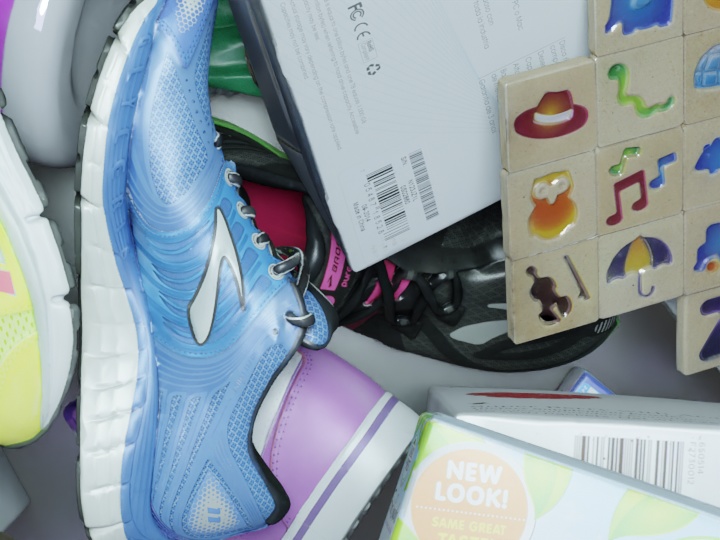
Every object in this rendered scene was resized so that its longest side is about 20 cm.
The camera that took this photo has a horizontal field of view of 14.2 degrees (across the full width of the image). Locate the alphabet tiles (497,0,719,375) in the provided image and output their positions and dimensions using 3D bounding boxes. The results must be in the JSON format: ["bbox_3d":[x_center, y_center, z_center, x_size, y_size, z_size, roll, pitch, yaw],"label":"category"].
[{"bbox_3d":[0.138,-0.044,0.988,0.199,0.008,0.168,-15,122,-19],"label":"alphabet tiles"}]

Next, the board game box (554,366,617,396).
[{"bbox_3d":[0.100,0.176,1.092,0.199,0.041,0.200,37,89,-2],"label":"board game box"}]

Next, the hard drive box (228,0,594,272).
[{"bbox_3d":[0.056,-0.111,0.966,0.199,0.156,0.077,-26,53,-6],"label":"hard drive box"}]

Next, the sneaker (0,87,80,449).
[{"bbox_3d":[-0.156,-0.029,0.940,0.090,0.078,0.201,-24,108,-20],"label":"sneaker"}]

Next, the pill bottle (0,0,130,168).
[{"bbox_3d":[-0.178,-0.110,1.036,0.199,0.104,0.105,16,90,16],"label":"pill bottle"}]

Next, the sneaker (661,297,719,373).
[{"bbox_3d":[0.170,-0.033,1.074,0.146,0.081,0.200,-40,86,4],"label":"sneaker"}]

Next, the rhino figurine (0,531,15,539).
[{"bbox_3d":[-0.187,0.073,0.912,0.199,0.087,0.060,29,89,-3],"label":"rhino figurine"}]

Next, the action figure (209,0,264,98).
[{"bbox_3d":[-0.035,-0.103,1.078,0.198,0.055,0.119,-8,88,6],"label":"action figure"}]

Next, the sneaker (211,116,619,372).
[{"bbox_3d":[0.000,0.000,1.061,0.199,0.084,0.077,12,110,1],"label":"sneaker"}]

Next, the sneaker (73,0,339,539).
[{"bbox_3d":[-0.052,-0.004,0.981,0.088,0.079,0.202,-1,100,-2],"label":"sneaker"}]

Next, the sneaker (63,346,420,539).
[{"bbox_3d":[-0.073,0.103,1.061,0.114,0.073,0.201,32,104,2],"label":"sneaker"}]

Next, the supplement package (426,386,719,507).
[{"bbox_3d":[0.080,0.104,0.971,0.120,0.200,0.121,3,90,-1],"label":"supplement package"}]

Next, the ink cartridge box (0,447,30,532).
[{"bbox_3d":[-0.238,0.073,1.027,0.199,0.145,0.145,-28,91,-3],"label":"ink cartridge box"}]

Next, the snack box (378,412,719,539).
[{"bbox_3d":[0.091,0.140,0.845,0.199,0.053,0.143,18,89,-1],"label":"snack box"}]
